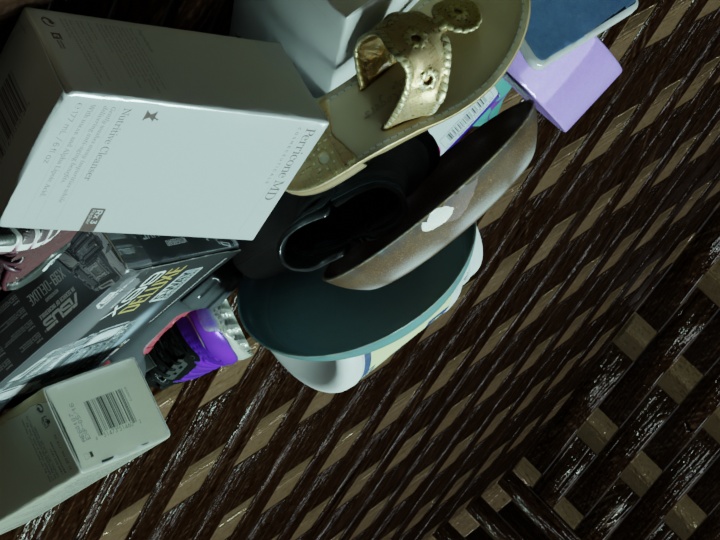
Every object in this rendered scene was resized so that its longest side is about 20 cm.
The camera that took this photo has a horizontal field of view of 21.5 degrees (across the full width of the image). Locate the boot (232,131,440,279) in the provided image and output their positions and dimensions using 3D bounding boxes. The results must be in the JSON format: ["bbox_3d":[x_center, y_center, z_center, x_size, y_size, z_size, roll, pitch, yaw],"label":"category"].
[{"bbox_3d":[-0.038,-0.035,1.390,0.199,0.070,0.132,-35,-169,30],"label":"boot"}]

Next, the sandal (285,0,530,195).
[{"bbox_3d":[0.022,-0.124,1.225,0.211,0.078,0.070,-38,169,7],"label":"sandal"}]

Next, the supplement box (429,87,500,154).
[{"bbox_3d":[0.030,-0.159,1.519,0.101,0.103,0.200,-45,167,3],"label":"supplement box"}]

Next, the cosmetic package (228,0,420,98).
[{"bbox_3d":[-0.027,-0.171,1.320,0.085,0.108,0.200,-37,162,-23],"label":"cosmetic package"}]

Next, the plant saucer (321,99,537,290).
[{"bbox_3d":[0.056,-0.048,1.377,0.200,0.032,0.200,-38,-171,7],"label":"plant saucer"}]

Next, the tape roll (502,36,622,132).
[{"bbox_3d":[0.103,-0.195,1.427,0.066,0.200,0.200,-47,165,5],"label":"tape roll"}]

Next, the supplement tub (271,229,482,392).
[{"bbox_3d":[0.006,0.006,1.810,0.200,0.145,0.145,-37,163,-29],"label":"supplement tub"}]

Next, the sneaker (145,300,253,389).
[{"bbox_3d":[-0.153,0.066,1.634,0.099,0.070,0.200,-25,175,-9],"label":"sneaker"}]

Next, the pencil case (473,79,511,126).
[{"bbox_3d":[0.119,-0.222,1.632,0.093,0.084,0.201,-85,-163,-44],"label":"pencil case"}]

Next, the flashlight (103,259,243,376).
[{"bbox_3d":[-0.166,0.046,1.532,0.200,0.068,0.068,-41,-165,32],"label":"flashlight"}]

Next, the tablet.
[{"bbox_3d":[0.106,-0.245,1.320,0.130,0.201,0.014,-33,-179,-39],"label":"tablet"}]

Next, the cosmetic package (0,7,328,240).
[{"bbox_3d":[-0.133,-0.087,1.178,0.199,0.081,0.113,2,134,-39],"label":"cosmetic package"}]

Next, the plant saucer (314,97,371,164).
[{"bbox_3d":[-0.083,-0.094,1.301,0.198,0.019,0.070,0,152,-9],"label":"plant saucer"}]

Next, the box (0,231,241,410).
[{"bbox_3d":[-0.204,0.028,1.401,0.200,0.050,0.157,-39,170,24],"label":"box"}]

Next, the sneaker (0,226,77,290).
[{"bbox_3d":[-0.234,-0.019,1.223,0.116,0.076,0.200,-50,166,30],"label":"sneaker"}]

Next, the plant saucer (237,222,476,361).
[{"bbox_3d":[0.000,0.000,1.465,0.200,0.200,0.028,-41,130,-16],"label":"plant saucer"}]

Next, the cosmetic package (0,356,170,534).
[{"bbox_3d":[-0.253,0.147,1.480,0.199,0.074,0.103,-30,173,38],"label":"cosmetic package"}]
